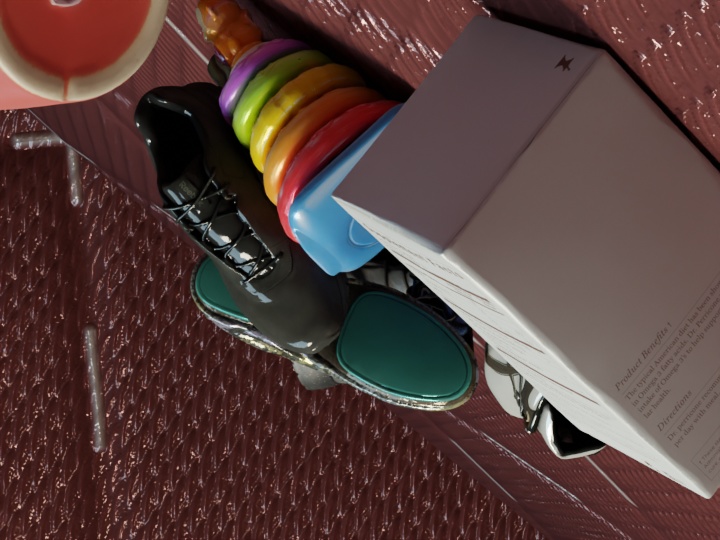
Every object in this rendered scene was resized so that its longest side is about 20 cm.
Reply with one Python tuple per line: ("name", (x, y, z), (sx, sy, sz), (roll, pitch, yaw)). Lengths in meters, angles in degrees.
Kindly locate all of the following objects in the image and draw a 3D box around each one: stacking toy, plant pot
("stacking toy", (-0.043, -0.103, 1.561), (0.200, 0.110, 0.116), (49, -179, 25))
("plant pot", (-0.226, -0.189, 1.599), (0.177, 0.201, 0.200), (17, 159, 50))

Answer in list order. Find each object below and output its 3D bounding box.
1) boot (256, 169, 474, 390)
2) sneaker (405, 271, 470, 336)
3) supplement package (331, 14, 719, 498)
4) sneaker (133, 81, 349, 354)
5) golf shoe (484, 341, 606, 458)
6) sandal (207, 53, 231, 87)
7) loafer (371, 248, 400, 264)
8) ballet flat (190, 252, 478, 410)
("boot", (0.000, 0.000, 1.704), (0.131, 0.070, 0.200), (-6, 137, 22))
("sneaker", (0.059, -0.004, 1.633), (0.200, 0.089, 0.079), (41, 173, -18))
("supplement package", (0.108, -0.007, 1.178), (0.200, 0.117, 0.117), (43, 173, -29))
("sneaker", (-0.083, -0.032, 1.576), (0.200, 0.076, 0.091), (55, -163, 15))
("golf shoe", (0.118, 0.074, 1.563), (0.078, 0.095, 0.200), (18, 160, -9))
("sandal", (-0.054, -0.115, 1.693), (0.080, 0.057, 0.201), (42, -171, -31))
("loafer", (-0.015, -0.055, 1.744), (0.199, 0.068, 0.076), (18, 139, 9))
("ballet flat", (-0.013, 0.038, 1.639), (0.200, 0.072, 0.072), (23, 171, 11))
